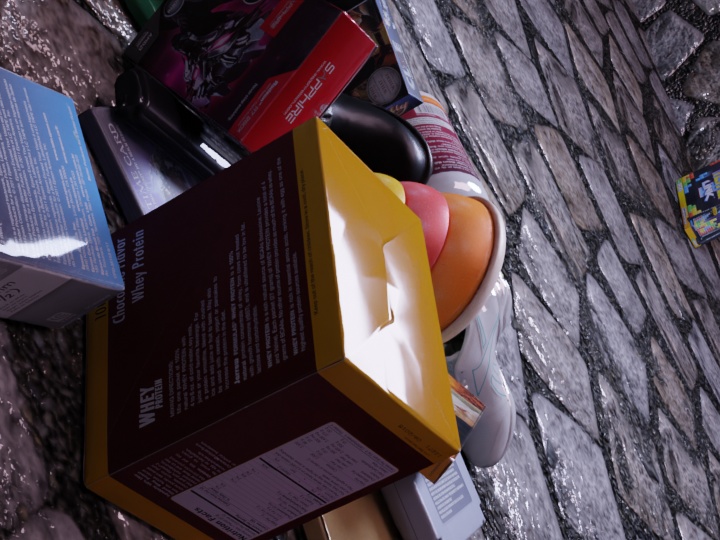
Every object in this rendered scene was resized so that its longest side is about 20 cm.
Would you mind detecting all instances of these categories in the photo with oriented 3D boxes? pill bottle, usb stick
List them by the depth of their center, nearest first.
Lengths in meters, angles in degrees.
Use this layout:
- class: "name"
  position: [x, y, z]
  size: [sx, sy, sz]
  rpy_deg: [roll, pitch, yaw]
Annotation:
- class: "usb stick"
  position: [-0.123, -0.091, 1.190]
  size: [0.200, 0.032, 0.056]
  rpy_deg: [40, 22, -45]
- class: "pill bottle"
  position: [0.066, -0.080, 1.508]
  size: [0.109, 0.109, 0.201]
  rpy_deg: [39, 22, -46]

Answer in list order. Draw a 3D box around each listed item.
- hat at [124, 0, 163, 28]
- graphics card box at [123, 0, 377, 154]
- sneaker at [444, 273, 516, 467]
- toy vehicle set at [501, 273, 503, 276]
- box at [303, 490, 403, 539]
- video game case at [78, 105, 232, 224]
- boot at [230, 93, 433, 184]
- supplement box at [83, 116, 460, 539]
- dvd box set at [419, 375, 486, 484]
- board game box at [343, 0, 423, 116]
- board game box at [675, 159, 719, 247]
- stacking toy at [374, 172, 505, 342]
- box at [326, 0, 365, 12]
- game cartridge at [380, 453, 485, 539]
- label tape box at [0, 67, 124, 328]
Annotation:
- class: "hat"
  position: [-0.171, -0.286, 1.361]
  size: [0.165, 0.175, 0.201]
  rpy_deg: [39, 73, -29]
- class: "graphics card box"
  position: [-0.090, -0.172, 1.165]
  size: [0.051, 0.126, 0.200]
  rpy_deg: [38, 1, -44]
- class: "sneaker"
  position: [0.101, 0.099, 1.447]
  size: [0.080, 0.070, 0.203]
  rpy_deg: [-22, 113, -46]
- class: "toy vehicle set"
  position: [0.096, -0.034, 1.681]
  size: [0.201, 0.026, 0.125]
  rpy_deg: [55, 23, -21]
- class: "box"
  position: [0.001, 0.210, 1.185]
  size: [0.163, 0.021, 0.202]
  rpy_deg: [23, 43, -63]
- class: "video game case"
  position: [-0.139, -0.067, 1.192]
  size: [0.144, 0.019, 0.200]
  rpy_deg: [64, 22, 2]
- class: "boot"
  position: [-0.038, -0.123, 1.303]
  size: [0.210, 0.080, 0.158]
  rpy_deg: [27, 9, 3]
- class: "supplement box"
  position: [-0.064, 0.048, 0.982]
  size: [0.133, 0.199, 0.199]
  rpy_deg: [41, 30, -43]
- class: "dvd box set"
  position: [0.008, 0.079, 1.241]
  size: [0.200, 0.029, 0.146]
  rpy_deg: [40, 20, 5]
- class: "board game box"
  position: [-0.032, -0.221, 1.454]
  size: [0.035, 0.135, 0.202]
  rpy_deg: [21, 46, -59]
- class: "board game box"
  position: [0.750, -0.153, 3.126]
  size: [0.057, 0.164, 0.201]
  rpy_deg: [52, 23, -26]
- class: "stacking toy"
  position: [0.013, -0.035, 1.288]
  size: [0.199, 0.146, 0.147]
  rpy_deg: [29, 36, -28]
- class: "box"
  position: [-0.078, -0.323, 1.426]
  size: [0.086, 0.163, 0.202]
  rpy_deg: [35, 36, -51]
- class: "game cartridge"
  position: [0.055, 0.177, 1.300]
  size: [0.134, 0.041, 0.200]
  rpy_deg: [63, 13, 7]
- class: "label tape box"
  position: [-0.238, -0.055, 0.890]
  size: [0.199, 0.066, 0.145]
  rpy_deg: [18, 49, -58]
